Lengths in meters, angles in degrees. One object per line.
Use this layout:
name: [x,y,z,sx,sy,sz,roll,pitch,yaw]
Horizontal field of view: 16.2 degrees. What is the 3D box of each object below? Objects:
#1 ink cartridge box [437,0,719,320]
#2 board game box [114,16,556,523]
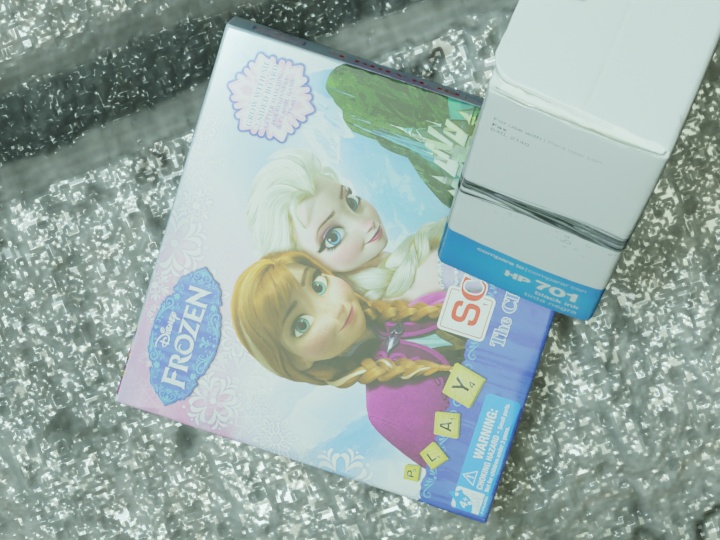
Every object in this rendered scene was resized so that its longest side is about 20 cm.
ink cartridge box: [0.105,-0.085,1.118,0.085,0.200,0.147,24,70,3]
board game box: [0.000,0.000,1.256,0.198,0.041,0.201,17,101,1]
